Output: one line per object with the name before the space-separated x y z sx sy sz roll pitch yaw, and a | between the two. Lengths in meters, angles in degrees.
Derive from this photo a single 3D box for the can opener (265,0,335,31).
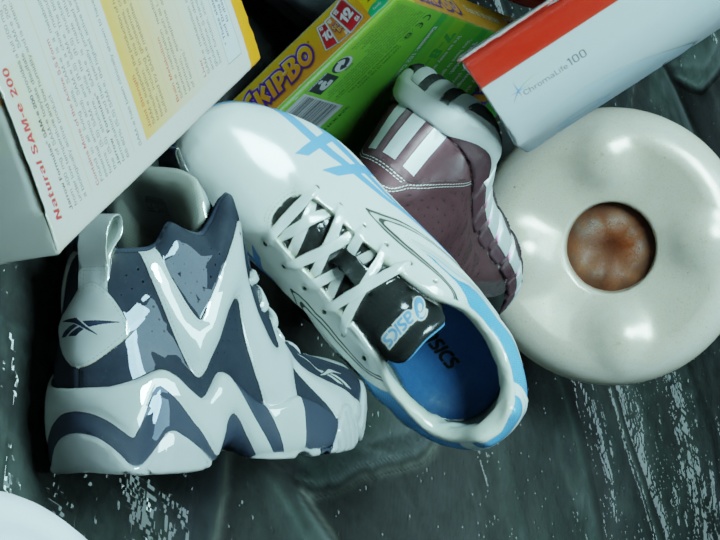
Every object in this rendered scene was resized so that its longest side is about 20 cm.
can opener | -0.050 -0.137 1.346 0.200 0.053 0.067 26 92 -57

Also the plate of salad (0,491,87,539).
plate of salad | -0.128 0.178 1.064 0.200 0.048 0.200 35 45 -45

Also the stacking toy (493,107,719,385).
stacking toy | 0.140 -0.017 1.632 0.200 0.146 0.146 -29 108 -83

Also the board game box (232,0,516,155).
board game box | 0.023 -0.090 1.414 0.030 0.096 0.200 55 19 23

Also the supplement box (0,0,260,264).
supplement box | -0.124 -0.096 1.136 0.200 0.073 0.126 -49 125 -58

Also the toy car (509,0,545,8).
toy car | 0.091 -0.205 1.409 0.200 0.184 0.177 -116 -169 -78

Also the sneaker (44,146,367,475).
sneaker | -0.060 0.013 1.220 0.199 0.079 0.130 -3 92 -54

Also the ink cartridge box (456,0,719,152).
ink cartridge box | 0.125 -0.115 1.323 0.047 0.160 0.200 58 6 1

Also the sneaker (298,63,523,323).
sneaker | 0.014 -0.006 1.413 0.116 0.076 0.200 -49 154 -19

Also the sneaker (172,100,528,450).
sneaker | 0.000 0.000 1.291 0.200 0.072 0.072 44 -3 -13
